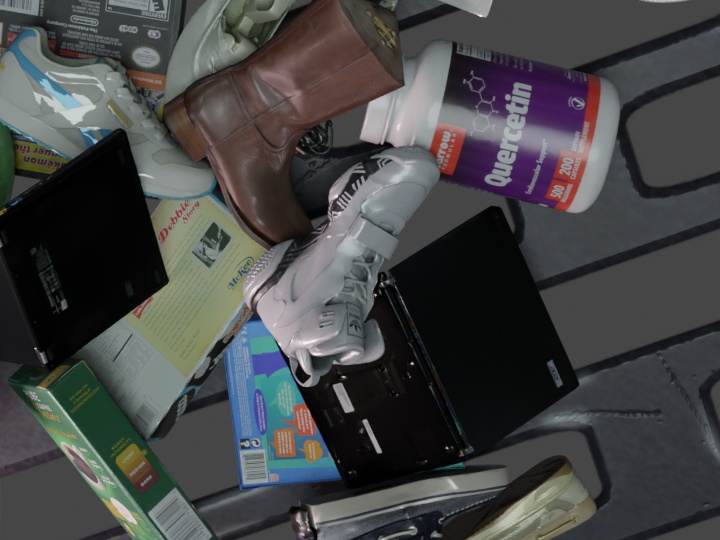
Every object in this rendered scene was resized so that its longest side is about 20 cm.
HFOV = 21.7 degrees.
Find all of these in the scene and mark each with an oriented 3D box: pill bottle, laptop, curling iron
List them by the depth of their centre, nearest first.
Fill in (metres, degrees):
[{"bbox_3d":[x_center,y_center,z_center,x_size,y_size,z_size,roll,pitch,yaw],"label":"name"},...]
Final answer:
[{"bbox_3d":[-0.276,-0.022,1.479,0.199,0.116,0.188,-37,146,-20],"label":"laptop"},{"bbox_3d":[0.103,-0.120,1.518,0.198,0.113,0.114,13,105,-3],"label":"pill bottle"},{"bbox_3d":[-0.110,-0.152,1.558,0.198,0.026,0.050,26,83,-2],"label":"curling iron"},{"bbox_3d":[0.051,0.067,1.578,0.198,0.103,0.179,-18,105,31],"label":"laptop"}]

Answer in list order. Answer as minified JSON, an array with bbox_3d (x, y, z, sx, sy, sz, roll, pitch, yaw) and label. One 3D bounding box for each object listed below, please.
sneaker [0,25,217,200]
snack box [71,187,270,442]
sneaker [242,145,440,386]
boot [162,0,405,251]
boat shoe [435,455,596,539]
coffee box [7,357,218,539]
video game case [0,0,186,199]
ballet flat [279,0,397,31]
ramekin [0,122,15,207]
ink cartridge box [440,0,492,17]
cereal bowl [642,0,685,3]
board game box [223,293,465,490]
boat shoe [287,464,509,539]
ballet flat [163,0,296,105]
[{"bbox_3d":[-0.200,-0.121,1.499,0.198,0.077,0.081,27,102,-9],"label":"sneaker"},{"bbox_3d":[-0.158,0.030,1.577,0.116,0.037,0.201,41,104,18],"label":"snack box"},{"bbox_3d":[0.000,0.000,1.472,0.200,0.116,0.075,-41,143,19],"label":"sneaker"},{"bbox_3d":[-0.028,-0.112,1.474,0.199,0.065,0.187,-30,120,23],"label":"boot"},{"bbox_3d":[0.114,0.242,1.643,0.199,0.072,0.065,-35,102,4],"label":"boat shoe"},{"bbox_3d":[-0.209,0.159,1.585,0.044,0.123,0.201,-41,107,-19],"label":"coffee box"},{"bbox_3d":[-0.249,-0.163,1.541,0.198,0.026,0.183,10,109,2],"label":"video game case"},{"bbox_3d":[-0.018,-0.196,1.522,0.073,0.073,0.201,33,98,-9],"label":"ballet flat"},{"bbox_3d":[-0.389,-0.083,1.517,0.198,0.098,0.202,4,111,11],"label":"ramekin"},{"bbox_3d":[0.075,-0.313,1.451,0.159,0.047,0.202,25,102,28],"label":"ink cartridge box"},{"bbox_3d":[0.239,-0.317,1.478,0.197,0.083,0.203,0,105,0],"label":"cereal bowl"},{"bbox_3d":[-0.014,0.102,1.615,0.197,0.045,0.154,-5,105,2],"label":"board game box"},{"bbox_3d":[0.039,0.227,1.611,0.198,0.075,0.094,-11,91,-14],"label":"boat shoe"},{"bbox_3d":[-0.091,-0.201,1.501,0.069,0.069,0.201,33,92,-9],"label":"ballet flat"}]
